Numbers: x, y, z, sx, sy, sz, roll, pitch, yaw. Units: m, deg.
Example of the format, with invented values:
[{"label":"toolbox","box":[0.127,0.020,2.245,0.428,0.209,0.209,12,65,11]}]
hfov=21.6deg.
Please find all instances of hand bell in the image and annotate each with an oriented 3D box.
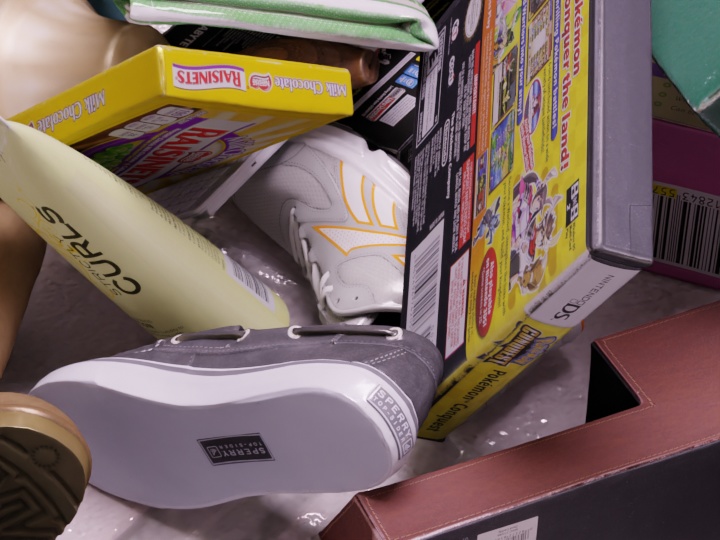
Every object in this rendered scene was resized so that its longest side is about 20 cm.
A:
[{"label":"hand bell","box":[-0.077,-0.093,0.903,0.199,0.104,0.104,1,37,33]}]

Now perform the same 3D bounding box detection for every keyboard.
[{"label":"keyboard","box":[-0.037,-0.083,0.919,0.056,0.011,0.200,-5,34,46]}]

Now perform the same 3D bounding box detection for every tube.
[{"label":"tube","box":[-0.108,-0.016,0.799,0.058,0.200,0.052,-25,47,22]}]

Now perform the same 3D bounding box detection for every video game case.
[{"label":"video game case","box":[0.064,-0.054,0.759,0.025,0.181,0.201,14,60,-17]}]

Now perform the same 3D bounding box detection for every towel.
[{"label":"towel","box":[-0.054,-0.135,0.909,0.152,0.023,0.200,4,13,-15]}]

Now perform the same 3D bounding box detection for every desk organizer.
[{"label":"desk organizer","box":[0.085,0.084,0.775,0.199,0.072,0.077,-16,42,-17]}]

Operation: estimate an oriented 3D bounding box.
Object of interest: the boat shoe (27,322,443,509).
[{"label":"boat shoe","box":[-0.052,0.050,0.776,0.200,0.070,0.066,-9,28,40]}]

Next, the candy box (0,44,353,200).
[{"label":"candy box","box":[-0.105,-0.058,0.837,0.102,0.027,0.200,-2,-10,-42]}]

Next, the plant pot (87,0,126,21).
[{"label":"plant pot","box":[-0.195,-0.225,1.027,0.141,0.200,0.141,6,42,6]}]

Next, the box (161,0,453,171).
[{"label":"box","box":[0.002,-0.125,1.027,0.159,0.049,0.200,24,46,21]}]

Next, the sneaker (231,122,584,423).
[{"label":"sneaker","box":[0.000,0.000,0.872,0.200,0.076,0.092,28,59,34]}]

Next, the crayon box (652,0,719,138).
[{"label":"crayon box","box":[0.151,-0.108,0.806,0.052,0.126,0.200,-40,42,16]}]

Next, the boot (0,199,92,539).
[{"label":"boot","box":[-0.161,0.037,0.778,0.175,0.066,0.200,-29,32,30]}]

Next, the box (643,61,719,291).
[{"label":"box","box":[0.227,-0.079,0.939,0.175,0.097,0.200,15,45,17]}]
